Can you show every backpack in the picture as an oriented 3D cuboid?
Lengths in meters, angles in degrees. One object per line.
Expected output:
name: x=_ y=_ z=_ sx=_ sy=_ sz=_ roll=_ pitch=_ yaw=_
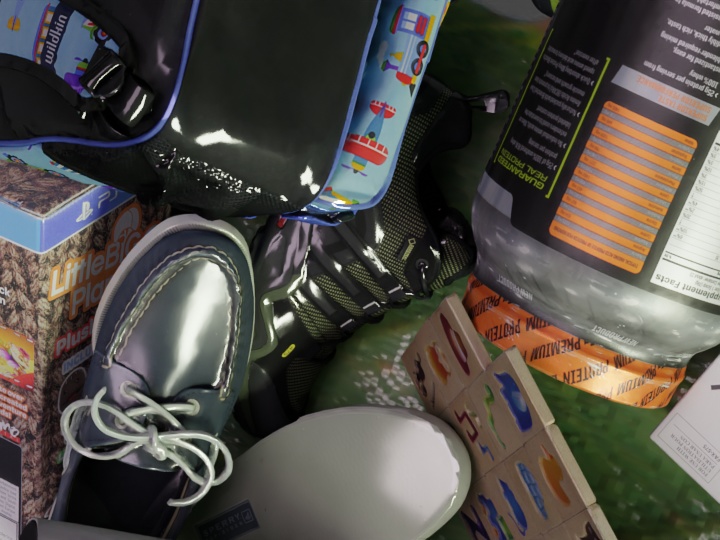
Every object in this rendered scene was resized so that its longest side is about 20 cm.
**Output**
backpack: x=-0.076 y=-0.110 z=0.706 sx=0.200 sy=0.134 sz=0.183 roll=2 pitch=74 yaw=51

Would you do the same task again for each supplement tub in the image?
supplement tub: x=0.122 y=-0.054 z=0.701 sx=0.122 sy=0.122 sz=0.201 roll=29 pitch=104 yaw=23

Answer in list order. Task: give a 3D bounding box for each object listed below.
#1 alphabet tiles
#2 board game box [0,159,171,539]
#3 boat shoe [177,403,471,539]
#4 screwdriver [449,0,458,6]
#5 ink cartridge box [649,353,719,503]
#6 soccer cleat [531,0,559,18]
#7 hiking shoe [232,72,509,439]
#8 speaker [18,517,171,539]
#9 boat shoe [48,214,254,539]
alphabet tiles: x=0.073 y=0.111 z=0.723 sx=0.008 sy=0.167 sz=0.201 roll=-24 pitch=79 yaw=-15
board game box: x=-0.183 y=0.014 z=0.827 sx=0.159 sy=0.097 sz=0.201 roll=23 pitch=125 yaw=22
boat shoe: x=-0.025 y=0.107 z=0.806 sx=0.200 sy=0.071 sz=0.070 roll=-24 pitch=81 yaw=32
screwdriver: x=0.029 y=-0.117 z=0.758 sx=0.029 sy=0.028 sz=0.200 roll=51 pitch=139 yaw=-6
ink cartridge box: x=0.222 y=0.099 z=0.698 sx=0.200 sy=0.044 sz=0.094 roll=44 pitch=110 yaw=19
soccer cleat: x=0.087 y=-0.207 z=0.754 sx=0.081 sy=0.067 sz=0.201 roll=6 pitch=89 yaw=37
hiking shoe: x=0.000 y=0.000 z=0.786 sx=0.100 sy=0.076 sz=0.201 roll=19 pitch=117 yaw=4
speaker: x=-0.050 y=0.157 z=0.725 sx=0.199 sy=0.081 sz=0.082 roll=12 pitch=99 yaw=-17
boat shoe: x=-0.094 y=0.072 z=0.750 sx=0.075 sy=0.062 sz=0.201 roll=20 pitch=113 yaw=-16
